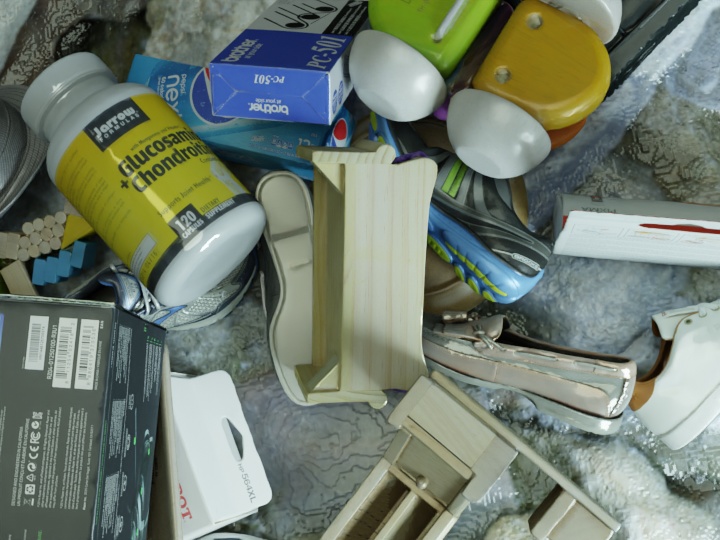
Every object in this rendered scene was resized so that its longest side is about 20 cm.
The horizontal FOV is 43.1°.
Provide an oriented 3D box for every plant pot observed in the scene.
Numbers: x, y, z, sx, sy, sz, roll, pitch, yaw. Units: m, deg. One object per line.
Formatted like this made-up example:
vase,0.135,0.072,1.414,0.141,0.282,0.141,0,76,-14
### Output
plant pot,0.047,-0.054,0.797,0.198,0.027,0.202,-1,81,8

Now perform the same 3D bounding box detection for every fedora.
fedora,-0.380,-0.109,0.814,0.200,0.090,0.177,-45,56,-3

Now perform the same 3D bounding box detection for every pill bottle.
pill bottle,-0.178,-0.077,0.733,0.112,0.112,0.200,-44,82,0

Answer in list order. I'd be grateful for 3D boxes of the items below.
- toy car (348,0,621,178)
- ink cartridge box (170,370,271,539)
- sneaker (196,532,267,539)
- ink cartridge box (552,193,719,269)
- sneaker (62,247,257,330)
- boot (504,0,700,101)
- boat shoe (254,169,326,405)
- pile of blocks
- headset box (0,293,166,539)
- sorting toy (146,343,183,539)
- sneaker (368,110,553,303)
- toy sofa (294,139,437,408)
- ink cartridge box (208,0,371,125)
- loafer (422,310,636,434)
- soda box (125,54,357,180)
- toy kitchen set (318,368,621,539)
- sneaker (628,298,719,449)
toy car,0.097,-0.168,0.726,0.199,0.150,0.176,31,82,10
ink cartridge box,-0.186,0.171,0.749,0.199,0.125,0.129,-25,78,5
sneaker,-0.068,0.278,0.712,0.199,0.130,0.080,37,88,13
ink cartridge box,0.227,-0.039,0.677,0.161,0.200,0.051,6,82,9
sneaker,-0.183,0.022,0.792,0.199,0.085,0.078,-26,78,4
boot,0.206,-0.260,0.781,0.198,0.073,0.163,-45,78,5
boat shoe,-0.054,0.013,0.790,0.066,0.057,0.202,-9,92,-5
pile of blocks,-0.286,-0.010,0.830,0.199,0.062,0.083,-25,89,13
headset box,-0.183,0.111,0.560,0.092,0.200,0.176,4,83,-3
sorting toy,-0.223,0.156,0.679,0.198,0.036,0.187,-9,79,12
sneaker,0.078,-0.063,0.753,0.083,0.071,0.200,-38,75,-18
toy sofa,0.000,0.000,0.716,0.097,0.083,0.202,-1,100,-12
ink cartridge box,-0.047,-0.179,0.752,0.093,0.200,0.045,7,122,10
loafer,0.123,0.063,0.735,0.199,0.072,0.063,22,111,13
soda box,-0.109,-0.132,0.799,0.198,0.068,0.065,15,84,19
toy kitchen set,0.066,0.196,0.666,0.163,0.200,0.181,38,89,13
sneaker,0.286,0.042,0.720,0.085,0.073,0.200,43,91,10
